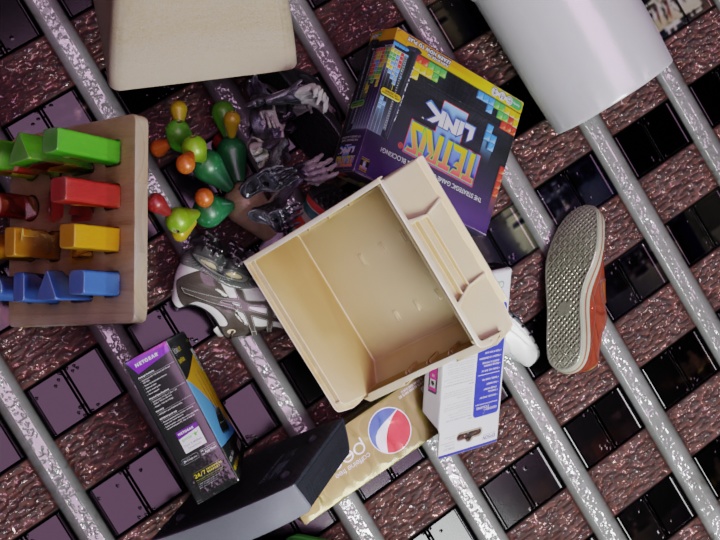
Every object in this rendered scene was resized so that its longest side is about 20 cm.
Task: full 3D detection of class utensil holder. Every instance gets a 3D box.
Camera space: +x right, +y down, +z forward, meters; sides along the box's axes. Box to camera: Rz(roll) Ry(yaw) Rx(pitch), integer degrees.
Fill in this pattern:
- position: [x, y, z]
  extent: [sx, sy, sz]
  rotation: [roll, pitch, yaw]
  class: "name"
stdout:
- position: [0.239, -0.283, 1.293]
  extent: [0.169, 0.170, 0.202]
  rotation: [-33, 96, -13]
  class: "utensil holder"

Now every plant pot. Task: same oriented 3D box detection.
- position: [-0.177, -0.328, 1.150]
  extent: [0.196, 0.178, 0.202]
  rotation: [-9, 54, -13]
  class: "plant pot"

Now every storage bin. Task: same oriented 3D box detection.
- position: [0.020, 0.021, 1.138]
  extent: [0.200, 0.199, 0.094]
  rotation: [58, 37, -4]
  class: "storage bin"

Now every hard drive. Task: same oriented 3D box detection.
- position: [-0.106, 0.223, 1.130]
  extent: [0.043, 0.198, 0.135]
  rotation: [57, 32, -9]
  class: "hard drive"

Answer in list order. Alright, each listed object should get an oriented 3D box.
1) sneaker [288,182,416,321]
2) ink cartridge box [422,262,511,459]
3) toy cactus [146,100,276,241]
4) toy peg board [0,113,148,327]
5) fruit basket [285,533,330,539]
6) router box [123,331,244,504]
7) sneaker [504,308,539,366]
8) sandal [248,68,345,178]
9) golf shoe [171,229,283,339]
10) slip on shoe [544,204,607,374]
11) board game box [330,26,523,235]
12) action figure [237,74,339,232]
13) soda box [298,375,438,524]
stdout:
- position: [-0.001, 0.000, 1.246]
  extent: [0.200, 0.094, 0.070]
  rotation: [44, 34, 7]
  class: "sneaker"
- position: [0.114, 0.097, 1.224]
  extent: [0.094, 0.037, 0.204]
  rotation: [-9, 107, -38]
  class: "ink cartridge box"
- position: [-0.155, -0.089, 1.201]
  extent: [0.102, 0.201, 0.165]
  rotation: [-32, 119, 25]
  class: "toy cactus"
- position: [-0.313, -0.048, 1.118]
  extent: [0.097, 0.198, 0.203]
  rotation: [6, 82, -53]
  class: "toy peg board"
- position: [-0.027, 0.394, 1.202]
  extent: [0.153, 0.215, 0.220]
  rotation: [3, 83, 28]
  class: "fruit basket"
- position: [-0.173, 0.142, 1.140]
  extent: [0.051, 0.200, 0.151]
  rotation: [-28, 92, -4]
  class: "router box"
- position: [0.114, 0.057, 1.291]
  extent: [0.198, 0.075, 0.088]
  rotation: [32, 92, -2]
  class: "sneaker"
- position: [-0.063, -0.194, 1.264]
  extent: [0.048, 0.075, 0.201]
  rotation: [-40, 95, -31]
  class: "sandal"
- position: [-0.114, 0.039, 1.239]
  extent: [0.198, 0.078, 0.095]
  rotation: [29, 103, -12]
  class: "golf shoe"
- position: [0.258, 0.023, 1.327]
  extent: [0.061, 0.073, 0.204]
  rotation: [18, 73, -46]
  class: "slip on shoe"
- position: [0.078, -0.151, 1.263]
  extent: [0.198, 0.056, 0.168]
  rotation: [22, 79, -32]
  class: "board game box"
- position: [-0.074, -0.133, 1.180]
  extent: [0.100, 0.120, 0.202]
  rotation: [-8, 42, 9]
  class: "action figure"
- position: [-0.002, 0.195, 1.246]
  extent: [0.198, 0.064, 0.068]
  rotation: [-32, 92, -13]
  class: "soda box"
